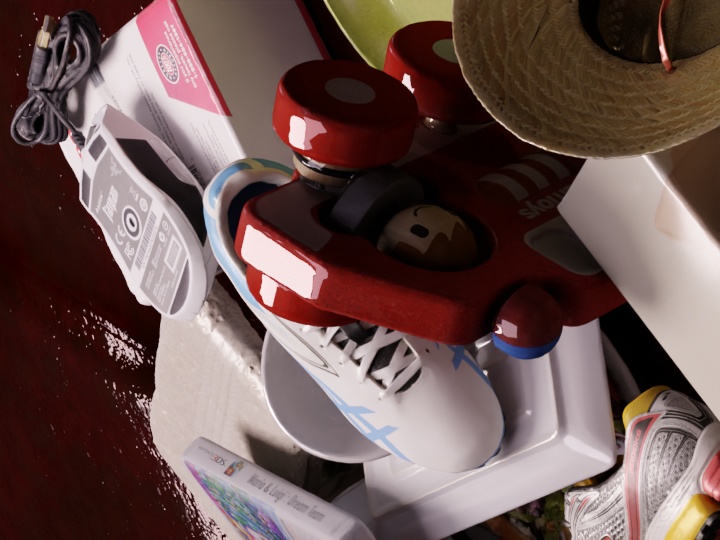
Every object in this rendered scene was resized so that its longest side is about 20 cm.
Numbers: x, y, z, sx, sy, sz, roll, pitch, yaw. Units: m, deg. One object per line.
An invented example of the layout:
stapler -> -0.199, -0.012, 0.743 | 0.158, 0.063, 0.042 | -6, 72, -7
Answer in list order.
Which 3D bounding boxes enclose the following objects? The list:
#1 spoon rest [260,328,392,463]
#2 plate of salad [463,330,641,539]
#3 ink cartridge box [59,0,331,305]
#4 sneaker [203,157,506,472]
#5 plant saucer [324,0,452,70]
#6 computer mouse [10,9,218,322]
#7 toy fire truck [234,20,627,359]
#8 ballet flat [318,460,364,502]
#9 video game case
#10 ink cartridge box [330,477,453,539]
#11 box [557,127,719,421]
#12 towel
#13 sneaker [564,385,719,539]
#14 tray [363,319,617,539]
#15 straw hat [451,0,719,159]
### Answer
spoon rest -> 0.000, 0.000, 1.398 | 0.061, 0.099, 0.201 | 38, -125, -71
plate of salad -> 0.080, 0.088, 1.434 | 0.200, 0.048, 0.201 | 28, 132, 38
ink cartridge box -> -0.090, -0.079, 1.558 | 0.200, 0.084, 0.145 | -28, 88, 59
sneaker -> -0.007, 0.026, 1.342 | 0.200, 0.072, 0.072 | 46, -174, 8
plant saucer -> 0.032, -0.178, 1.346 | 0.200, 0.031, 0.201 | 36, 140, 38
computer mouse -> -0.130, -0.053, 1.514 | 0.200, 0.044, 0.110 | 53, 140, 27
toy fire truck -> 0.048, -0.024, 1.247 | 0.167, 0.200, 0.113 | 30, 124, 29
ballet flat -> -0.018, 0.096, 1.592 | 0.070, 0.069, 0.200 | 57, 149, 13
video game case -> -0.002, 0.188, 1.495 | 0.182, 0.024, 0.200 | 21, 151, 57
ink cartridge box -> 0.070, 0.219, 1.475 | 0.200, 0.047, 0.160 | 49, 171, 50
box -> 0.188, 0.011, 1.180 | 0.200, 0.095, 0.078 | 53, 146, 18
towel -> -0.071, 0.093, 1.576 | 0.133, 0.034, 0.200 | 48, 153, 21
sneaker -> 0.141, 0.135, 1.359 | 0.082, 0.078, 0.201 | 44, 134, 22
tray -> 0.056, 0.076, 1.387 | 0.200, 0.022, 0.108 | -30, 61, 49
straw hat -> 0.146, -0.118, 1.145 | 0.201, 0.202, 0.085 | 37, -179, 39
